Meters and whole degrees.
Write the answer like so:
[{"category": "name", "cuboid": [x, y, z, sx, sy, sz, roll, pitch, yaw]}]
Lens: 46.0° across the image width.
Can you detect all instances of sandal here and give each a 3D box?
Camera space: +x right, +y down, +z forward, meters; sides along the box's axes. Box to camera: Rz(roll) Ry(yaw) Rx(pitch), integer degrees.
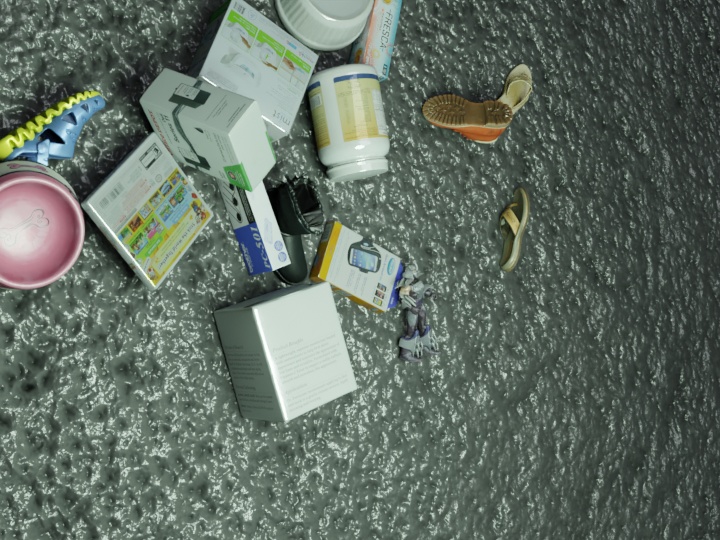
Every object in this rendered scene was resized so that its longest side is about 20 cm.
[{"category": "sandal", "cuboid": [0.341, -0.099, 1.930, 0.053, 0.080, 0.204, 17, 78, -9]}, {"category": "sandal", "cuboid": [-0.487, -0.214, 1.355, 0.200, 0.079, 0.088, -42, 111, -22]}, {"category": "sandal", "cuboid": [0.370, -0.413, 1.982, 0.078, 0.069, 0.213, 50, 60, -20]}]

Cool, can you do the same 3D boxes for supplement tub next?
[{"category": "supplement tub", "cuboid": [-0.021, -0.283, 1.645, 0.142, 0.143, 0.205, -10, 90, -35]}]

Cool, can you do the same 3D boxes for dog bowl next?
[{"category": "dog bowl", "cuboid": [-0.509, -0.062, 1.283, 0.197, 0.073, 0.205, -9, 107, -34]}]

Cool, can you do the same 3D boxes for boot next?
[{"category": "boot", "cuboid": [-0.116, -0.074, 1.540, 0.072, 0.161, 0.202, -22, 97, -33]}, {"category": "boot", "cuboid": [0.226, -0.325, 1.869, 0.195, 0.108, 0.077, 7, 68, -6]}]

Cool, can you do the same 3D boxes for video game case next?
[{"category": "video game case", "cuboid": [-0.350, -0.101, 1.420, 0.183, 0.023, 0.201, 56, 42, -27]}]

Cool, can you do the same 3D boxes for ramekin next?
[{"category": "ramekin", "cuboid": [-0.063, -0.543, 1.657, 0.198, 0.094, 0.207, 4, 80, -23]}]

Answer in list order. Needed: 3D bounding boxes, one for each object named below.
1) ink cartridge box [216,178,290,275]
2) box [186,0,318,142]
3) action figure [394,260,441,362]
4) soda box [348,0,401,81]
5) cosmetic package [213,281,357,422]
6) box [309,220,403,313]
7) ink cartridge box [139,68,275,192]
[{"category": "ink cartridge box", "cuboid": [-0.196, -0.097, 1.529, 0.044, 0.093, 0.204, -23, 98, -34]}, {"category": "box", "cuboid": [-0.200, -0.364, 1.558, 0.198, 0.096, 0.180, 29, 69, -29]}, {"category": "action figure", "cuboid": [0.116, 0.079, 1.728, 0.129, 0.068, 0.205, -22, 111, -52]}, {"category": "soda box", "cuboid": [0.031, -0.493, 1.757, 0.067, 0.063, 0.204, 20, 74, -31]}, {"category": "cosmetic package", "cuboid": [-0.134, 0.141, 1.500, 0.163, 0.164, 0.204, -18, 95, -35]}, {"category": "box", "cuboid": [0.000, 0.000, 1.690, 0.198, 0.041, 0.121, 29, 68, -32]}, {"category": "ink cartridge box", "cuboid": [-0.254, -0.235, 1.418, 0.084, 0.197, 0.148, -55, 153, -24]}]
